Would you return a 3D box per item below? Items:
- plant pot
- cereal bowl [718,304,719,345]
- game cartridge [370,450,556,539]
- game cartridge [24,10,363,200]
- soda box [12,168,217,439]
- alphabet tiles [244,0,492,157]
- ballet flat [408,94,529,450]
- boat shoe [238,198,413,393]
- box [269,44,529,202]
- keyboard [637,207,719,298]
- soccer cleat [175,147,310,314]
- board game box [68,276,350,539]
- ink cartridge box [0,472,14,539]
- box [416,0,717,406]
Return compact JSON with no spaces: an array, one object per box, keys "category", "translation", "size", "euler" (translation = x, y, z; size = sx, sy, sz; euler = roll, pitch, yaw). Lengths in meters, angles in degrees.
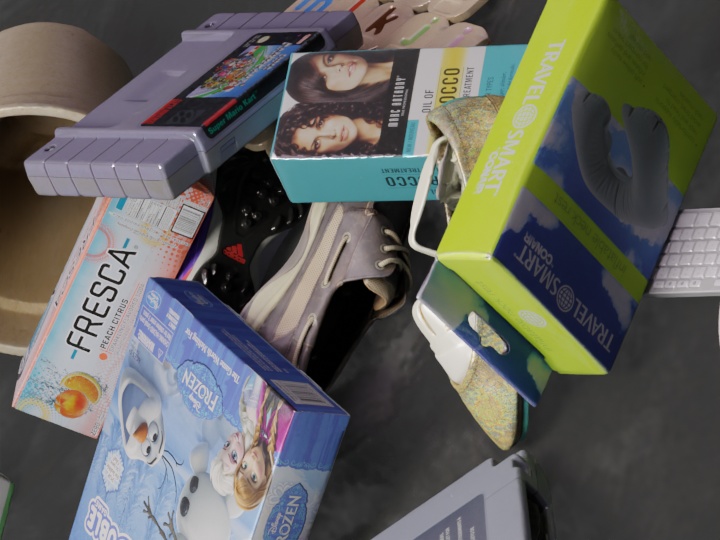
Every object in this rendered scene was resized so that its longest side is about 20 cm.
[{"category":"plant pot","translation":[-0.221,-0.074,1.746],"size":[0.200,0.200,0.184],"euler":[-38,29,20]},{"category":"cereal bowl","translation":[0.278,0.015,1.207],"size":[0.200,0.083,0.200],"euler":[-28,44,31]},{"category":"game cartridge","translation":[0.045,0.183,1.315],"size":[0.133,0.042,0.200],"euler":[-40,20,18]},{"category":"game cartridge","translation":[-0.102,-0.108,1.572],"size":[0.130,0.038,0.200],"euler":[-1,31,43]},{"category":"soda box","translation":[-0.161,0.007,1.637],"size":[0.068,0.063,0.200],"euler":[-93,28,-64]},{"category":"alphabet tiles","translation":[-0.004,-0.140,1.644],"size":[0.196,0.015,0.200],"euler":[-43,34,-17]},{"category":"ballet flat","translation":[0.060,0.001,1.410],"size":[0.071,0.071,0.200],"euler":[-2,87,46]},{"category":"boat shoe","translation":[0.000,0.000,1.540],"size":[0.073,0.074,0.200],"euler":[30,87,36]},{"category":"box","translation":[0.052,-0.088,1.492],"size":[0.200,0.049,0.082],"euler":[-1,58,17]},{"category":"keyboard","translation":[0.140,-0.009,1.433],"size":[0.200,0.011,0.056],"euler":[-2,61,46]},{"category":"soccer cleat","translation":[-0.088,-0.015,1.643],"size":[0.073,0.068,0.200],"euler":[-26,40,57]},{"category":"board game box","translation":[-0.098,0.133,1.495],"size":[0.200,0.043,0.199],"euler":[38,115,53]},{"category":"ink cartridge box","translation":[-0.347,0.208,1.726],"size":[0.200,0.084,0.146],"euler":[-17,51,39]},{"category":"box","translation":[0.116,-0.039,1.375],"size":[0.048,0.122,0.200],"euler":[1,58,45]}]
